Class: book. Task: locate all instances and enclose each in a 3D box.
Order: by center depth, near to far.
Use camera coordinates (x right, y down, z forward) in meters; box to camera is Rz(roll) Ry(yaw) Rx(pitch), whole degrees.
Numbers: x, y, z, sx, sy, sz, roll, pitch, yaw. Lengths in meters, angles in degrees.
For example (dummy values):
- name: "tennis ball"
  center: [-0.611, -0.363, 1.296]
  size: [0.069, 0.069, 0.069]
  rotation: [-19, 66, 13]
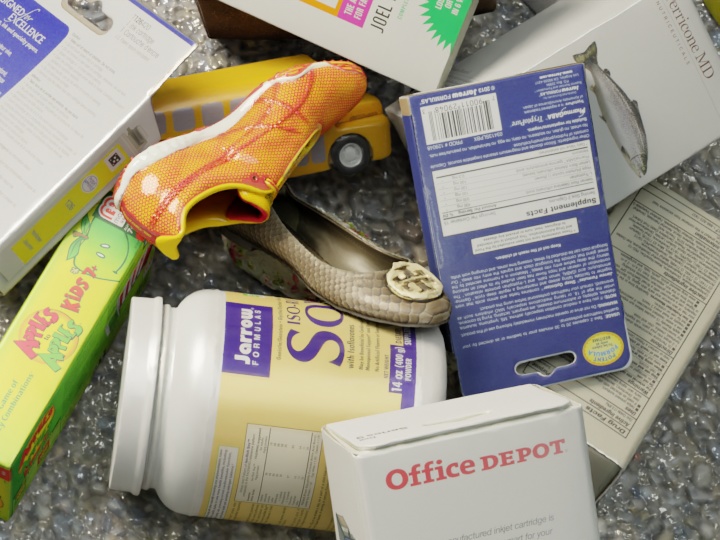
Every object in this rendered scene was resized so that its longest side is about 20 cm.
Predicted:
- name: "book"
  center: [-0.014, -0.216, 1.511]
  size: [0.199, 0.048, 0.134]
  rotation: [24, 102, 8]

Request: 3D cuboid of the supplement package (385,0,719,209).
- name: "supplement package"
  center: [0.139, -0.106, 1.552]
  size: [0.199, 0.117, 0.117]
  rotation: [-32, 106, -8]

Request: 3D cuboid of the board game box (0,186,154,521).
- name: "board game box"
  center: [-0.198, 0.052, 1.469]
  size: [0.047, 0.102, 0.201]
  rotation: [26, 64, 4]

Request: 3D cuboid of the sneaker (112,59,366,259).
- name: "sneaker"
  center: [-0.067, -0.070, 1.475]
  size: [0.200, 0.073, 0.077]
  rotation: [-36, 73, -26]

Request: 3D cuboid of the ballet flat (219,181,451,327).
- name: "ballet flat"
  center: [-0.018, -0.015, 1.472]
  size: [0.067, 0.047, 0.200]
  rotation: [-6, 26, -44]

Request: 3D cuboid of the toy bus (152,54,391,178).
- name: "toy bus"
  center: [-0.082, -0.097, 1.561]
  size: [0.199, 0.065, 0.079]
  rotation: [-12, 109, -15]

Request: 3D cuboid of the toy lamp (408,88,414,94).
- name: "toy lamp"
  center: [0.131, -0.131, 1.639]
  size: [0.199, 0.058, 0.058]
  rotation: [-14, 68, -16]

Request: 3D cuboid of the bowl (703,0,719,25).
- name: "bowl"
  center: [0.356, -0.256, 1.710]
  size: [0.199, 0.108, 0.201]
  rotation: [4, 64, -8]

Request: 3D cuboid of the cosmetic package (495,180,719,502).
- name: "cosmetic package"
  center: [0.172, 0.047, 1.547]
  size: [0.103, 0.087, 0.200]
  rotation: [34, 63, 6]

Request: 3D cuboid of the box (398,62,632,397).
- name: "box"
  center: [0.101, -0.024, 1.471]
  size: [0.120, 0.032, 0.201]
  rotation: [-11, 95, -11]

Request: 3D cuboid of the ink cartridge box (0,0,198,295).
- name: "ink cartridge box"
  center: [-0.223, -0.108, 1.502]
  size: [0.200, 0.047, 0.197]
  rotation: [-43, 49, -10]

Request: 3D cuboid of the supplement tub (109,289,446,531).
- name: "supplement tub"
  center: [-0.054, 0.089, 1.453]
  size: [0.199, 0.146, 0.146]
  rotation: [7, 64, -8]

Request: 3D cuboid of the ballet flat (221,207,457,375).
- name: "ballet flat"
  center: [0.000, 0.000, 1.551]
  size: [0.199, 0.064, 0.076]
  rotation: [26, 64, 3]

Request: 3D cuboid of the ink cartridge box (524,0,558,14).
- name: "ink cartridge box"
  center: [0.143, -0.267, 1.623]
  size: [0.050, 0.200, 0.109]
  rotation: [-34, 75, -22]

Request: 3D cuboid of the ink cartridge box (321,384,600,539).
- name: "ink cartridge box"
  center: [0.066, 0.181, 1.366]
  size: [0.145, 0.087, 0.201]
  rotation: [-11, 101, -15]

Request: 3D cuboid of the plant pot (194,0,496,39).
- name: "plant pot"
  center: [-0.028, -0.239, 1.607]
  size: [0.199, 0.187, 0.188]
  rotation: [-20, 70, -3]
